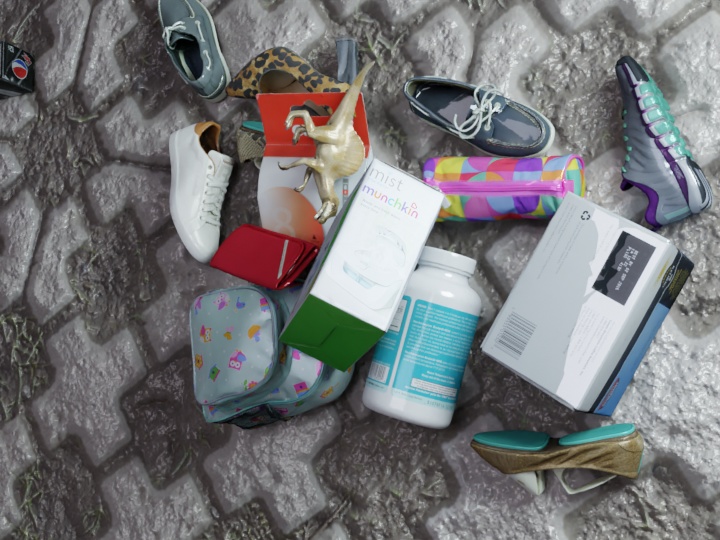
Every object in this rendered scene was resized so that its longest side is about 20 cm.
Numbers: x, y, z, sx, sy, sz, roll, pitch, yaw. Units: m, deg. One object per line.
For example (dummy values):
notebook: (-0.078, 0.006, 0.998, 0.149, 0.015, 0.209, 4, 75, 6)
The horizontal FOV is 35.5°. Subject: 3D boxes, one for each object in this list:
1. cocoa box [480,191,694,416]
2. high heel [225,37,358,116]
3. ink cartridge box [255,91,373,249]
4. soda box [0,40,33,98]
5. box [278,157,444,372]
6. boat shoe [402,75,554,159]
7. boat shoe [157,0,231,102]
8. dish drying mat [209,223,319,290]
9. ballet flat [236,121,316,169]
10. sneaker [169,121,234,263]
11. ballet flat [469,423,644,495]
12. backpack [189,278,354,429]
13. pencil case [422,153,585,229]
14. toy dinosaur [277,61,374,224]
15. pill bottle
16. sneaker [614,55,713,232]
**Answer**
cocoa box: (0.250, 0.040, 1.227, 0.133, 0.131, 0.201, 31, 96, 29)
high heel: (-0.092, -0.224, 1.479, 0.198, 0.071, 0.144, -13, 57, 18)
ink cartridge box: (-0.059, -0.120, 1.417, 0.161, 0.050, 0.202, 4, 118, 28)
soda box: (-0.618, -0.307, 1.791, 0.198, 0.071, 0.064, -6, 77, 27)
box: (0.000, 0.000, 1.268, 0.096, 0.200, 0.178, 26, 69, -5)
boat shoe: (0.141, -0.192, 1.368, 0.199, 0.062, 0.075, 30, 93, 29)
boat shoe: (-0.247, -0.331, 1.602, 0.073, 0.062, 0.201, -34, 67, 19)
dish drying mat: (-0.125, -0.020, 1.405, 0.077, 0.018, 0.199, -51, 31, -13)
ballet flat: (-0.079, -0.151, 1.483, 0.198, 0.068, 0.076, 10, 106, 29)
sneaker: (-0.212, -0.113, 1.537, 0.084, 0.073, 0.202, -19, 71, 26)
ballet flat: (0.220, 0.215, 1.260, 0.198, 0.068, 0.073, -7, 97, 23)
backpack: (-0.112, 0.097, 1.405, 0.198, 0.153, 0.178, -13, 70, 19)
pencil case: (0.165, -0.096, 1.327, 0.198, 0.088, 0.089, 0, 81, 27)
toy dinosaur: (-0.039, -0.160, 1.366, 0.100, 0.058, 0.202, 16, 95, 14)
pill bottle: (0.078, 0.077, 1.326, 0.110, 0.111, 0.202, 15, 88, 29)
sneaker: (0.314, -0.142, 1.263, 0.087, 0.074, 0.202, -31, 69, 25)
